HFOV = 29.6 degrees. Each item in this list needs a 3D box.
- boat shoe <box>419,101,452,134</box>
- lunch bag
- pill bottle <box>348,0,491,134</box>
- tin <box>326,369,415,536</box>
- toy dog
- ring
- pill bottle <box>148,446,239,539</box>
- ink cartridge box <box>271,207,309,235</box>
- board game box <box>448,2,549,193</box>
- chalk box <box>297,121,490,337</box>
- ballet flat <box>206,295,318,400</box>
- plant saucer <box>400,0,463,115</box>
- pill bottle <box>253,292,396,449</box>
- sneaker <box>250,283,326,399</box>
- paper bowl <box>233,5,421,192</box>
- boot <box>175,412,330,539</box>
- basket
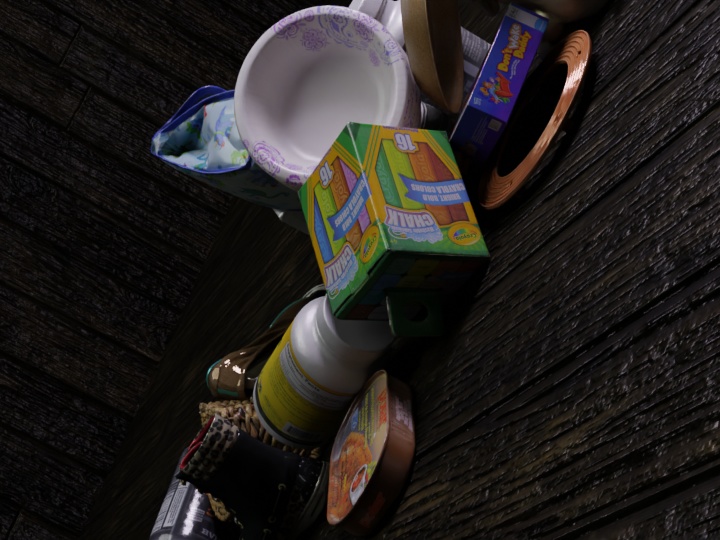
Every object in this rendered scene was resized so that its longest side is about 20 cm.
[{"bbox_3d":[0.041,-0.128,1.594,0.200,0.063,0.071,138,141,-56],"label":"boat shoe"},{"bbox_3d":[-0.133,-0.143,1.658,0.199,0.169,0.129,-7,70,45],"label":"lunch bag"},{"bbox_3d":[0.071,-0.249,1.609,0.116,0.199,0.116,-56,12,19],"label":"pill bottle"},{"bbox_3d":[0.011,0.173,1.304,0.113,0.042,0.200,-61,10,22],"label":"tin"},{"bbox_3d":[0.157,-0.324,1.409,0.140,0.199,0.194,-60,11,7],"label":"toy dog"},{"bbox_3d":[0.177,-0.148,1.366,0.201,0.019,0.201,-57,13,21],"label":"ring"},{"bbox_3d":[-0.207,0.326,1.724,0.106,0.106,0.201,-49,17,45],"label":"pill bottle"},{"bbox_3d":[-0.014,-0.139,1.774,0.200,0.145,0.084,-52,43,12],"label":"ink cartridge box"},{"bbox_3d":[0.131,-0.169,1.442,0.200,0.044,0.135,114,180,-65],"label":"board game box"},{"bbox_3d":[0.037,-0.029,1.358,0.124,0.124,0.201,-50,49,44],"label":"chalk box"},{"bbox_3d":[-0.095,0.099,1.637,0.199,0.072,0.068,-33,-51,-39],"label":"ballet flat"},{"bbox_3d":[0.075,-0.266,1.470,0.200,0.035,0.202,-5,-90,-76],"label":"plant saucer"},{"bbox_3d":[-0.034,0.098,1.450,0.200,0.112,0.113,-55,12,49],"label":"pill bottle"},{"bbox_3d":[-0.088,0.104,1.755,0.201,0.075,0.088,-64,-4,-3],"label":"sneaker"},{"bbox_3d":[-0.031,-0.178,1.494,0.202,0.199,0.104,-62,-19,-3],"label":"paper bowl"},{"bbox_3d":[-0.132,0.249,1.456,0.204,0.153,0.074,-55,13,30],"label":"boot"},{"bbox_3d":[-0.105,0.223,1.629,0.200,0.147,0.144,168,98,-74],"label":"basket"}]
